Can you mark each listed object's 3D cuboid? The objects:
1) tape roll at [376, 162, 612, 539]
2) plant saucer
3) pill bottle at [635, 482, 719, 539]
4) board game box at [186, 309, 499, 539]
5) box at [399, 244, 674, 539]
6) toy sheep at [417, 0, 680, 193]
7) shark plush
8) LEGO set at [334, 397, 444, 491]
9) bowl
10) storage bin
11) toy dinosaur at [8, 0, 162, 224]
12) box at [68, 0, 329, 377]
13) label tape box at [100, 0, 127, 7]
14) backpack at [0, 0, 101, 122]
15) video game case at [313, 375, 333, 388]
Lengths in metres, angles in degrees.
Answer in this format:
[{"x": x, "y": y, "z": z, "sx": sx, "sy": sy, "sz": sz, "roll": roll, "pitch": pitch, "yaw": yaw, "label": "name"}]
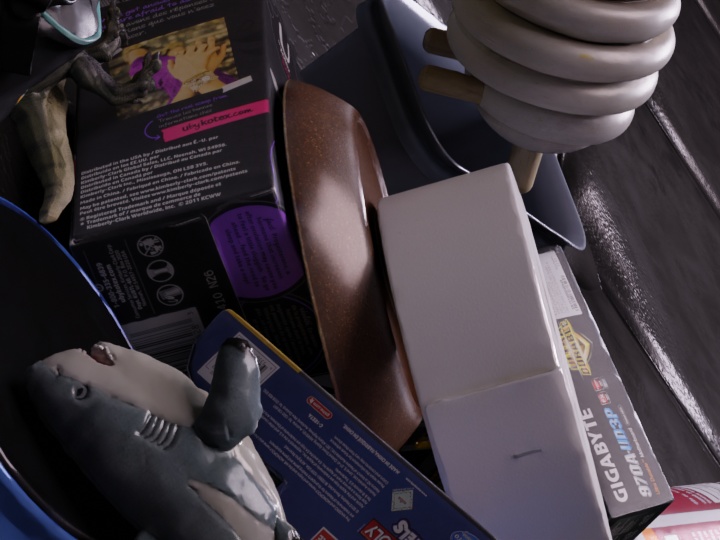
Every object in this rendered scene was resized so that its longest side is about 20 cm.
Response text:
[{"x": 0.067, "y": 0.052, "z": 1.407, "sx": 0.202, "sy": 0.070, "sz": 0.204, "roll": -15, "pitch": 90, "yaw": -86, "label": "tape roll"}, {"x": 0.000, "y": 0.000, "z": 1.425, "sx": 0.200, "sy": 0.034, "sz": 0.202, "roll": -12, "pitch": 90, "yaw": -83, "label": "plant saucer"}, {"x": 0.194, "y": 0.186, "z": 1.716, "sx": 0.199, "sy": 0.113, "sz": 0.114, "roll": -1, "pitch": 60, "yaw": -42, "label": "pill bottle"}, {"x": 0.009, "y": 0.139, "z": 1.348, "sx": 0.200, "sy": 0.062, "sz": 0.200, "roll": 39, "pitch": -14, "yaw": 37, "label": "board game box"}, {"x": 0.089, "y": 0.102, "z": 1.602, "sx": 0.046, "sy": 0.200, "sz": 0.160, "roll": -13, "pitch": 69, "yaw": -26, "label": "box"}, {"x": 0.105, "y": -0.133, "z": 1.538, "sx": 0.137, "sy": 0.201, "sz": 0.138, "roll": 11, "pitch": 33, "yaw": -7, "label": "toy sheep"}, {"x": -0.076, "y": 0.124, "z": 1.218, "sx": 0.083, "sy": 0.091, "sz": 0.201, "roll": -15, "pitch": 86, "yaw": -28, "label": "shark plush"}, {"x": 0.033, "y": 0.167, "z": 1.518, "sx": 0.153, "sy": 0.116, "sz": 0.201, "roll": -10, "pitch": 59, "yaw": -40, "label": "LEGO set"}, {"x": -0.150, "y": 0.052, "z": 1.264, "sx": 0.201, "sy": 0.039, "sz": 0.201, "roll": 51, "pitch": 21, "yaw": -27, "label": "bowl"}, {"x": 0.022, "y": -0.047, "z": 1.641, "sx": 0.200, "sy": 0.134, "sz": 0.146, "roll": 29, "pitch": 36, "yaw": -54, "label": "storage bin"}, {"x": -0.149, "y": -0.098, "z": 1.398, "sx": 0.048, "sy": 0.088, "sz": 0.201, "roll": 97, "pitch": -29, "yaw": -48, "label": "toy dinosaur"}, {"x": -0.079, "y": -0.042, "z": 1.440, "sx": 0.201, "sy": 0.105, "sz": 0.123, "roll": -94, "pitch": 168, "yaw": -52, "label": "box"}, {"x": -0.090, "y": -0.197, "z": 1.616, "sx": 0.064, "sy": 0.144, "sz": 0.200, "roll": 57, "pitch": 19, "yaw": -9, "label": "label tape box"}, {"x": -0.202, "y": -0.160, "z": 1.259, "sx": 0.176, "sy": 0.153, "sz": 0.200, "roll": 45, "pitch": 25, "yaw": -23, "label": "backpack"}, {"x": -0.035, "y": -0.012, "z": 1.685, "sx": 0.200, "sy": 0.022, "sz": 0.183, "roll": 19, "pitch": 45, "yaw": -62, "label": "video game case"}]
